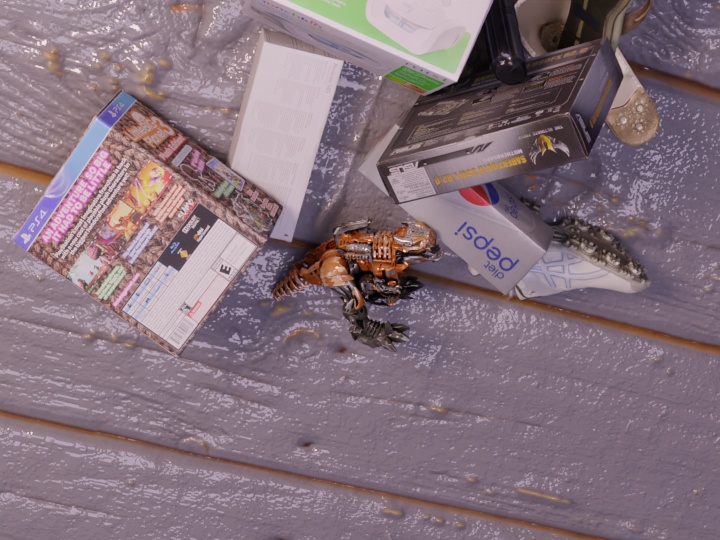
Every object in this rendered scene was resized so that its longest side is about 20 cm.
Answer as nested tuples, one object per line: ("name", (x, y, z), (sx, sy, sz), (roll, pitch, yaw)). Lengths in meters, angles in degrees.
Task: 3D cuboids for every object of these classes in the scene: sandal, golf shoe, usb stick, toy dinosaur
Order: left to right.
("toy dinosaur", (0.000, 0.000, 1.606), (0.102, 0.200, 0.136), (-55, 127, -26))
("toy dinosaur", (0.095, -0.217, 1.551), (0.088, 0.047, 0.201), (-1, 112, -13))
("usb stick", (0.125, -0.266, 1.452), (0.033, 0.200, 0.055), (-15, 156, 15))
("golf shoe", (0.208, -0.007, 1.663), (0.200, 0.078, 0.097), (21, 117, -9))
("sandal", (0.238, -0.198, 1.568), (0.078, 0.070, 0.212), (-41, 116, 11))
("sandal", (0.239, -0.253, 1.475), (0.057, 0.080, 0.201), (-13, 141, -27))

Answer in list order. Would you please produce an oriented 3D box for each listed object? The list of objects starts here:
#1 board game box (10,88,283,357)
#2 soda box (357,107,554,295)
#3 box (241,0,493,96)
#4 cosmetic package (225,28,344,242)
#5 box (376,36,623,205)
("board game box", (-0.205, -0.046, 1.516), (0.200, 0.097, 0.160), (36, 112, -8))
("soda box", (0.097, -0.070, 1.569), (0.200, 0.063, 0.068), (41, 117, -3))
("box", (0.004, -0.246, 1.414), (0.200, 0.176, 0.097), (23, 90, -8))
("cosmetic package", (-0.083, -0.133, 1.555), (0.082, 0.051, 0.200), (13, 114, -12))
("box", (0.130, -0.139, 1.445), (0.200, 0.158, 0.048), (-13, 117, 29))
